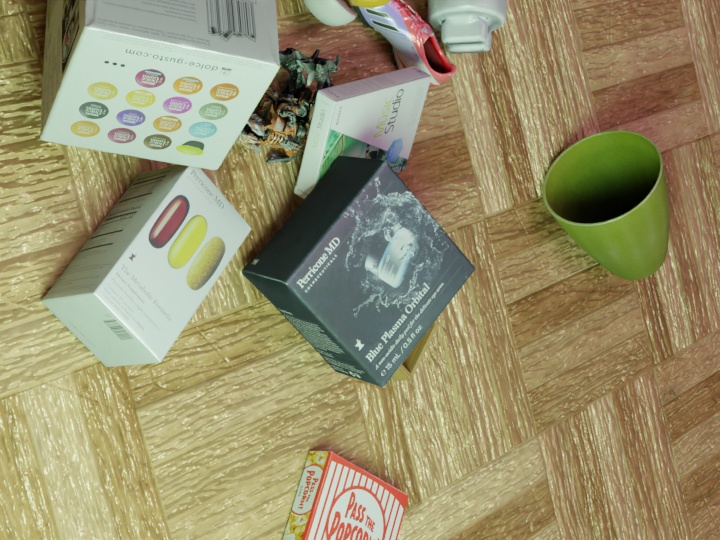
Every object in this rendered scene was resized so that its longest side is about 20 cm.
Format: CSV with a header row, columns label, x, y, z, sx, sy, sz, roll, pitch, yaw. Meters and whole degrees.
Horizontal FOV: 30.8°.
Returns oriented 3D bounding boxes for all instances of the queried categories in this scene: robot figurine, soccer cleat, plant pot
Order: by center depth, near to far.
label,x,y,z,sx,sy,sz,roll,pitch,yaw
soccer cleat,0.058,-0.335,1.780,0.200,0.073,0.068,54,54,-24
robot figurine,0.152,-0.412,1.853,0.170,0.112,0.202,46,45,-76
plant pot,0.402,-0.081,2.028,0.200,0.186,0.188,55,50,-43

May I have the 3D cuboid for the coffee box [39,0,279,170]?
label,x,y,z,sx,sy,sz,roll,pitch,yaw
coffee box,-0.213,-0.251,1.362,0.198,0.198,0.201,8,58,-24

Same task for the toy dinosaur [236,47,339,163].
label,x,y,z,sx,sy,sz,roll,pitch,yaw
toy dinosaur,-0.078,-0.205,1.639,0.200,0.101,0.137,-30,128,-57

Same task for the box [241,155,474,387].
label,x,y,z,sx,sy,sz,roll,pitch,yaw
box,0.000,0.000,1.596,0.197,0.117,0.200,-51,119,-15

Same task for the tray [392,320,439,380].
label,x,y,z,sx,sy,sz,roll,pitch,yaw
tray,0.018,0.045,1.720,0.200,0.037,0.099,48,55,-30

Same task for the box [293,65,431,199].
label,x,y,z,sx,sy,sz,roll,pitch,yaw
box,0.004,-0.176,1.674,0.199,0.036,0.145,-22,137,-46

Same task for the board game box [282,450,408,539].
label,x,y,z,sx,sy,sz,roll,pitch,yaw
board game box,-0.028,0.346,1.629,0.151,0.046,0.201,34,63,-36

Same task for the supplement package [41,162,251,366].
label,x,y,z,sx,sy,sz,roll,pitch,yaw
supplement package,-0.232,-0.008,1.435,0.114,0.109,0.201,50,54,-28

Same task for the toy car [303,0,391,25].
label,x,y,z,sx,sy,sz,roll,pitch,yaw
toy car,-0.025,-0.429,1.670,0.200,0.175,0.150,46,16,-16
